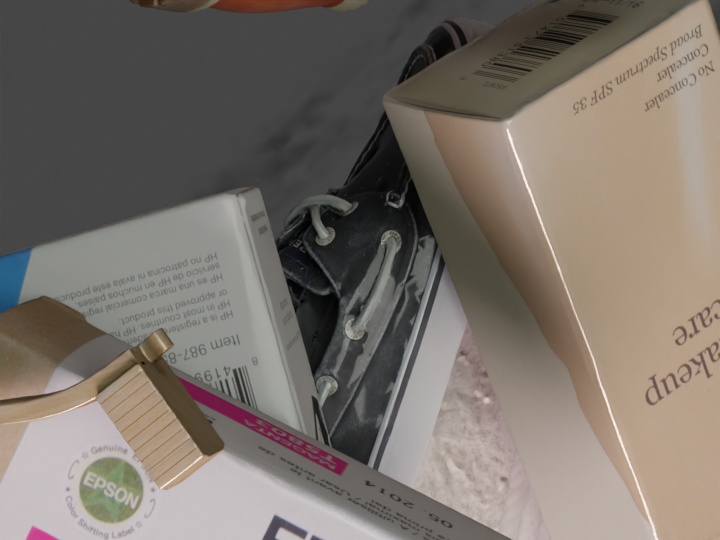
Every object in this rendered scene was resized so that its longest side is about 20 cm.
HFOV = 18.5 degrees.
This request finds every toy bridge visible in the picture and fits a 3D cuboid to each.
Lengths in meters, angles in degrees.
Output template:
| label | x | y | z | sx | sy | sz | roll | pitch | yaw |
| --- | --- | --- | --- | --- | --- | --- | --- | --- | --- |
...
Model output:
| label | x | y | z | sx | sy | sz | roll | pitch | yaw |
| --- | --- | --- | --- | --- | --- | --- | --- | --- | --- |
| toy bridge | -0.129 | 0.078 | 0.605 | 0.200 | 0.027 | 0.067 | -38 | 86 | 9 |

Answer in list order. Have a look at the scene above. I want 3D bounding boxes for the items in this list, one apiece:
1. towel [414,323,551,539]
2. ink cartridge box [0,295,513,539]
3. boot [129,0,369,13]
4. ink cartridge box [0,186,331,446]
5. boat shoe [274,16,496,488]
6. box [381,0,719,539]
| label | x | y | z | sx | sy | sz | roll | pitch | yaw |
| --- | --- | --- | --- | --- | --- | --- | --- | --- | --- |
| towel | 0.082 | 0.044 | 0.842 | 0.132 | 0.034 | 0.202 | 16 | 82 | -18 |
| ink cartridge box | -0.052 | 0.126 | 0.652 | 0.199 | 0.075 | 0.166 | 26 | 96 | 3 |
| boot | -0.041 | -0.187 | 0.798 | 0.107 | 0.075 | 0.202 | 2 | 80 | -40 |
| ink cartridge box | -0.078 | 0.088 | 0.731 | 0.144 | 0.084 | 0.202 | -15 | 93 | 3 |
| boat shoe | 0.000 | 0.000 | 0.799 | 0.067 | 0.072 | 0.202 | 17 | 89 | -20 |
| box | 0.093 | 0.011 | 0.763 | 0.095 | 0.078 | 0.201 | -33 | 115 | -22 |
